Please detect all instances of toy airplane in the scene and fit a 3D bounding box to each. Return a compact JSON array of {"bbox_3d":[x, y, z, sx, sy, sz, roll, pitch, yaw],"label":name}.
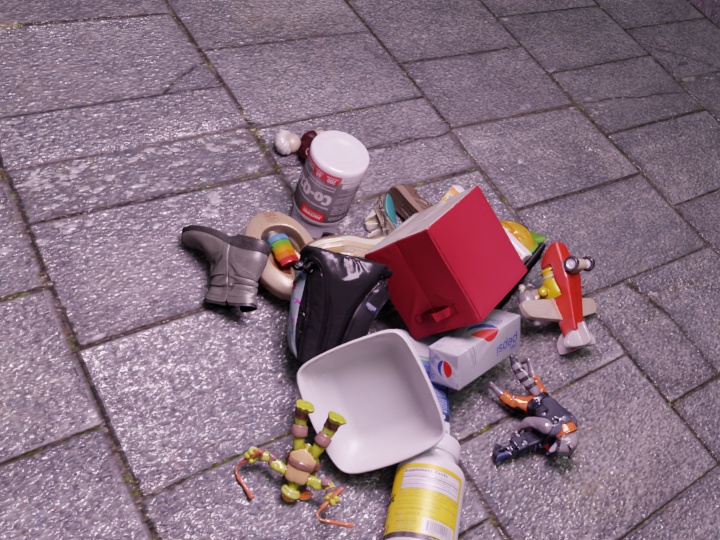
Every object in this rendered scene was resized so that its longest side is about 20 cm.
[{"bbox_3d":[0.397,0.071,1.462,0.200,0.141,0.200,51,54,-27],"label":"toy airplane"}]

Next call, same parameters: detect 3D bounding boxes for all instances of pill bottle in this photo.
[{"bbox_3d":[-0.065,-0.158,1.396,0.113,0.200,0.114,11,50,-13],"label":"pill bottle"},{"bbox_3d":[0.101,0.353,1.115,0.111,0.112,0.201,22,48,-4],"label":"pill bottle"}]

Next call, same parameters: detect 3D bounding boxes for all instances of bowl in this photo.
[{"bbox_3d":[0.020,0.198,1.135,0.201,0.199,0.075,66,14,-3],"label":"bowl"}]

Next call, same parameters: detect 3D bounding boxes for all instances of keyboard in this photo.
[{"bbox_3d":[0.296,0.034,1.434,0.021,0.127,0.200,37,73,17],"label":"keyboard"}]

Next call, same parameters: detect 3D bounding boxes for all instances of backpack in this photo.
[{"bbox_3d":[-0.047,0.070,1.222,0.166,0.127,0.201,13,93,-8],"label":"backpack"}]

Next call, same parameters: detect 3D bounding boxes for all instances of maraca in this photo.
[{"bbox_3d":[0.309,-0.055,1.528,0.136,0.108,0.200,14,24,32],"label":"maraca"}]

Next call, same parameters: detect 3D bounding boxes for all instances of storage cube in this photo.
[{"bbox_3d":[0.150,-0.014,1.274,0.200,0.171,0.180,-40,102,-40],"label":"storage cube"}]

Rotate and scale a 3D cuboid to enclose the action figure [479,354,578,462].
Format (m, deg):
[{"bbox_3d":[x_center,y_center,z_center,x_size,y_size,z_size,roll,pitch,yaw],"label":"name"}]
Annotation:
[{"bbox_3d":[0.301,0.254,1.283,0.199,0.105,0.194,-18,52,-36],"label":"action figure"}]

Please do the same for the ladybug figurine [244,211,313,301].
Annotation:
[{"bbox_3d":[-0.146,-0.023,1.341,0.135,0.072,0.201,-10,58,-27],"label":"ladybug figurine"}]

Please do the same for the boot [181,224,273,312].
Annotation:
[{"bbox_3d":[-0.253,-0.003,1.275,0.199,0.068,0.131,12,79,28],"label":"boot"}]

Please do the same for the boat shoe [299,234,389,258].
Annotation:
[{"bbox_3d":[-0.009,-0.019,1.300,0.199,0.072,0.077,-5,68,-23],"label":"boat shoe"}]

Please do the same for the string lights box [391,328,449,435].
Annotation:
[{"bbox_3d":[0.097,0.208,1.264,0.102,0.059,0.201,13,50,-11],"label":"string lights box"}]

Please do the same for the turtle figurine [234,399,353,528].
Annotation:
[{"bbox_3d":[-0.078,0.289,1.097,0.199,0.162,0.064,23,3,12],"label":"turtle figurine"}]

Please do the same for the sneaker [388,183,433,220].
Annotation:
[{"bbox_3d":[0.139,-0.109,1.528,0.075,0.071,0.201,-14,61,-36],"label":"sneaker"}]

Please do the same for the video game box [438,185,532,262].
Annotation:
[{"bbox_3d":[0.199,-0.032,1.416,0.200,0.182,0.047,46,21,17],"label":"video game box"}]

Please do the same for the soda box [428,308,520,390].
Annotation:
[{"bbox_3d":[0.204,0.134,1.276,0.063,0.069,0.199,14,26,41],"label":"soda box"}]

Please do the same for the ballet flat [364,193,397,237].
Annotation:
[{"bbox_3d":[0.047,-0.085,1.468,0.075,0.068,0.201,-24,40,7],"label":"ballet flat"}]

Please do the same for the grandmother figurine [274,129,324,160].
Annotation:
[{"bbox_3d":[-0.088,-0.262,1.567,0.199,0.061,0.122,9,42,-19],"label":"grandmother figurine"}]

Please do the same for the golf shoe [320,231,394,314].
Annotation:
[{"bbox_3d":[0.000,0.000,1.394,0.200,0.078,0.094,47,34,15],"label":"golf shoe"}]
